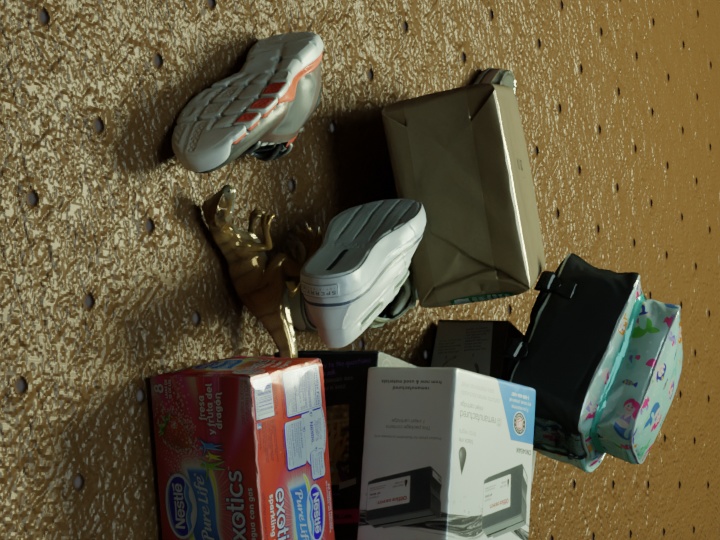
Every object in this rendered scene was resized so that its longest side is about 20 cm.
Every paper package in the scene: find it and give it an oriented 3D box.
[{"bbox_3d":[0.101,-0.072,1.394,0.200,0.103,0.191,-27,106,-78],"label":"paper package"}]

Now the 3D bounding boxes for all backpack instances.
[{"bbox_3d":[0.221,0.099,1.441,0.200,0.150,0.178,77,37,-66],"label":"backpack"}]

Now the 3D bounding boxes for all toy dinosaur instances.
[{"bbox_3d":[-0.073,0.018,1.224,0.106,0.060,0.200,-39,112,-39],"label":"toy dinosaur"}]

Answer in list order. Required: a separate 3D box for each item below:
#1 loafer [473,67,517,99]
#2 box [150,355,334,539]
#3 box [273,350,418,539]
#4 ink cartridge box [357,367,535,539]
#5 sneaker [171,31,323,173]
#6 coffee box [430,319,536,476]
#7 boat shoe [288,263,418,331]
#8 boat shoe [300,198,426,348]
[{"bbox_3d":[0.137,-0.130,1.564,0.072,0.063,0.200,59,41,-40],"label":"loafer"},{"bbox_3d":[-0.085,0.169,1.140,0.100,0.095,0.201,-11,98,-58],"label":"box"},{"bbox_3d":[-0.009,0.174,1.257,0.122,0.106,0.201,27,66,-55],"label":"box"},{"bbox_3d":[0.069,0.184,1.201,0.144,0.084,0.201,18,73,-56],"label":"ink cartridge box"},{"bbox_3d":[-0.075,-0.116,1.201,0.200,0.077,0.082,-51,137,-47],"label":"sneaker"},{"bbox_3d":[0.117,0.160,1.496,0.114,0.079,0.201,40,55,-53],"label":"coffee box"},{"bbox_3d":[0.016,0.018,1.346,0.200,0.068,0.075,-21,106,-58],"label":"boat shoe"},{"bbox_3d":[0.000,0.000,1.227,0.200,0.073,0.067,-42,132,-58],"label":"boat shoe"}]
